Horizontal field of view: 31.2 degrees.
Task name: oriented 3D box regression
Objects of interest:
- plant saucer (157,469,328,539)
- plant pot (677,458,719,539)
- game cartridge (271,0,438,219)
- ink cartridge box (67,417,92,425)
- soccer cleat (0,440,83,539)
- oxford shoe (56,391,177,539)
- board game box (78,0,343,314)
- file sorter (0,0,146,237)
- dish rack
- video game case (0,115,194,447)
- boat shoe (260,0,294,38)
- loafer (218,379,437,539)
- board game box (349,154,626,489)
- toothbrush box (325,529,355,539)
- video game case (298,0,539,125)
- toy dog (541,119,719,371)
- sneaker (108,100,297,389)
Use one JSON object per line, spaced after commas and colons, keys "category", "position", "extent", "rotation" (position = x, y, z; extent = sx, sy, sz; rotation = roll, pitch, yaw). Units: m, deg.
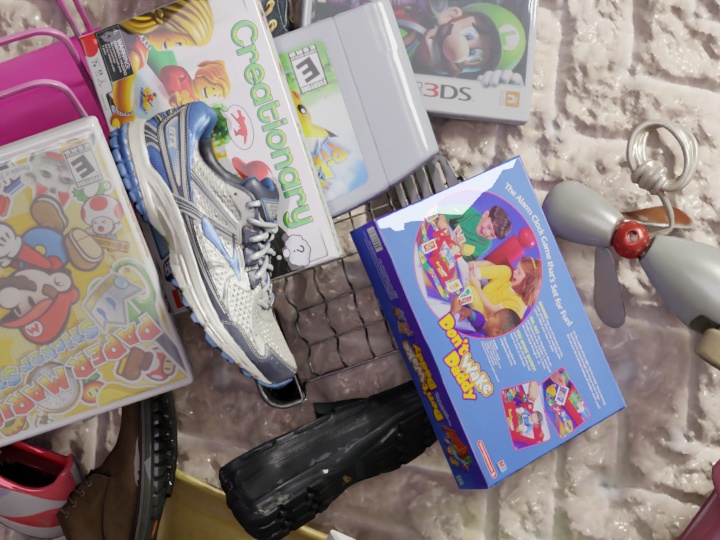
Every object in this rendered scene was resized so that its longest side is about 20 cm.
{"category": "plant saucer", "position": [-0.099, 0.271, 0.966], "extent": [0.198, 0.048, 0.202], "rotation": [23, 90, 4]}
{"category": "plant pot", "position": [0.286, 0.235, 0.888], "extent": [0.200, 0.200, 0.179], "rotation": [43, 107, 3]}
{"category": "game cartridge", "position": [-0.051, -0.097, 0.918], "extent": [0.198, 0.040, 0.135], "rotation": [-20, 95, 6]}
{"category": "ink cartridge box", "position": [-0.277, 0.065, 0.930], "extent": [0.197, 0.146, 0.086], "rotation": [-2, 93, 3]}
{"category": "soccer cleat", "position": [-0.300, 0.139, 0.958], "extent": [0.197, 0.069, 0.074], "rotation": [16, 133, 0]}
{"category": "oxford shoe", "position": [-0.175, 0.159, 0.914], "extent": [0.083, 0.073, 0.203], "rotation": [8, 89, 5]}
{"category": "board game box", "position": [-0.102, -0.085, 0.888], "extent": [0.125, 0.035, 0.202], "rotation": [-19, 92, 6]}
{"category": "file sorter", "position": [-0.250, -0.112, 0.901], "extent": [0.137, 0.126, 0.202], "rotation": [-19, 56, 2]}
{"category": "dish rack", "position": [0.000, 0.000, 0.964], "extent": [0.198, 0.055, 0.155], "rotation": [-19, 89, 2]}
{"category": "video game case", "position": [-0.228, 0.019, 0.818], "extent": [0.198, 0.023, 0.184], "rotation": [-18, 109, 2]}
{"category": "boat shoe", "position": [-0.084, -0.183, 0.953], "extent": [0.070, 0.091, 0.203], "rotation": [-6, 89, 3]}
{"category": "loafer", "position": [-0.011, 0.120, 0.945], "extent": [0.199, 0.068, 0.071], "rotation": [-29, 55, -16]}
{"category": "board game box", "position": [0.093, 0.036, 0.929], "extent": [0.133, 0.045, 0.202], "rotation": [-24, 91, -26]}
{"category": "toothbrush box", "position": [0.040, 0.296, 0.907], "extent": [0.198, 0.086, 0.147], "rotation": [27, 90, -21]}
{"category": "video game case", "position": [0.047, -0.219, 0.965], "extent": [0.179, 0.023, 0.203], "rotation": [5, 89, -9]}
{"category": "toy dog", "position": [0.233, 0.000, 0.948], "extent": [0.131, 0.096, 0.201], "rotation": [-38, 72, 4]}
{"category": "sneaker", "position": [-0.085, -0.020, 0.837], "extent": [0.085, 0.077, 0.202], "rotation": [-29, 92, 3]}
